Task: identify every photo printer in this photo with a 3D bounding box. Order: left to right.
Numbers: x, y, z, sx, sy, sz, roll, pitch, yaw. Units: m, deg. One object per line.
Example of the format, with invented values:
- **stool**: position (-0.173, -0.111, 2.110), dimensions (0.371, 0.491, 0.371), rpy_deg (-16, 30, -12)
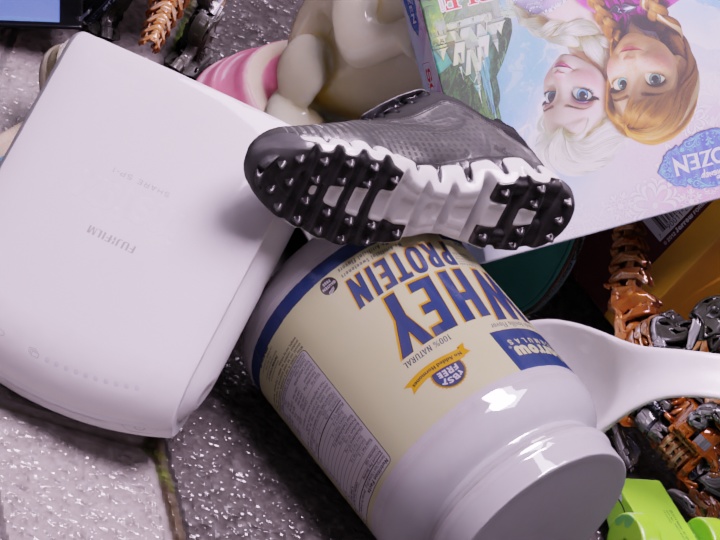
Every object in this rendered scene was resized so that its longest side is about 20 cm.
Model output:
- **photo printer**: position (-0.133, -0.014, 1.563), dimensions (0.166, 0.069, 0.200), rpy_deg (25, 73, 7)

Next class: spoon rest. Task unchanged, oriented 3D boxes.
- **spoon rest**: position (0.148, 0.072, 1.659), dimensions (0.061, 0.200, 0.099), rpy_deg (46, 45, -55)

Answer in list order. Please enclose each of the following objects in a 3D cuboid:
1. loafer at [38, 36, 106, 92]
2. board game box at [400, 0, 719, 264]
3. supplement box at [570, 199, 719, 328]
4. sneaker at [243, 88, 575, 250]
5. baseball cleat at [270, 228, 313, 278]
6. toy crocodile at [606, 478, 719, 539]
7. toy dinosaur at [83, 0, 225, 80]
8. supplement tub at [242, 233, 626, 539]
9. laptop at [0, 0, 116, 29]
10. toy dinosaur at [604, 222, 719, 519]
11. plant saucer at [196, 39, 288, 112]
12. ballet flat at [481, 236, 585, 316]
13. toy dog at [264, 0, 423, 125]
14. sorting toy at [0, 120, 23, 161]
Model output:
- **loafer**: position (-0.118, -0.077, 1.673), dimensions (0.076, 0.068, 0.200), rpy_deg (-15, 56, -44)
- **board game box**: position (0.136, -0.124, 1.679), dimensions (0.200, 0.041, 0.200), rpy_deg (-16, 93, -13)
- **supplement box**: position (0.204, -0.093, 1.845), dimensions (0.200, 0.197, 0.133), rpy_deg (52, 25, 22)
- **sneaker**: position (0.018, -0.061, 1.562), dimensions (0.200, 0.067, 0.091), rpy_deg (5, 39, -29)
- **baseball cleat**: position (0.000, 0.000, 1.706), dimensions (0.200, 0.070, 0.107), rpy_deg (43, 57, -36)
- **toy crocodile**: position (0.192, 0.194, 1.626), dimensions (0.067, 0.062, 0.200), rpy_deg (3, 37, -34)
- **toy dinosaur**: position (-0.123, -0.200, 1.835), dimensions (0.102, 0.136, 0.200), rpy_deg (37, 34, 10)
- **supplement tub**: position (0.041, 0.076, 1.582), dimensions (0.145, 0.145, 0.200), rpy_deg (-9, 49, -44)
- **laptop**: position (-0.197, -0.248, 1.820), dimensions (0.103, 0.200, 0.177), rpy_deg (32, 29, -28)
- **toy dinosaur**: position (0.203, 0.052, 1.715), dimensions (0.200, 0.136, 0.102), rpy_deg (64, 13, -10)
- **plant saucer**: position (-0.016, -0.086, 1.841), dimensions (0.200, 0.051, 0.201), rpy_deg (19, 35, -14)
- **ballet flat**: position (0.119, -0.069, 1.780), dimensions (0.074, 0.200, 0.074), rpy_deg (13, 19, -5)
- **toy dog**: position (0.040, -0.170, 1.767), dimensions (0.139, 0.200, 0.194), rpy_deg (18, 36, -18)
- **sorting toy**: position (-0.147, -0.030, 1.682), dimensions (0.185, 0.036, 0.200), rpy_deg (37, 34, 12)
